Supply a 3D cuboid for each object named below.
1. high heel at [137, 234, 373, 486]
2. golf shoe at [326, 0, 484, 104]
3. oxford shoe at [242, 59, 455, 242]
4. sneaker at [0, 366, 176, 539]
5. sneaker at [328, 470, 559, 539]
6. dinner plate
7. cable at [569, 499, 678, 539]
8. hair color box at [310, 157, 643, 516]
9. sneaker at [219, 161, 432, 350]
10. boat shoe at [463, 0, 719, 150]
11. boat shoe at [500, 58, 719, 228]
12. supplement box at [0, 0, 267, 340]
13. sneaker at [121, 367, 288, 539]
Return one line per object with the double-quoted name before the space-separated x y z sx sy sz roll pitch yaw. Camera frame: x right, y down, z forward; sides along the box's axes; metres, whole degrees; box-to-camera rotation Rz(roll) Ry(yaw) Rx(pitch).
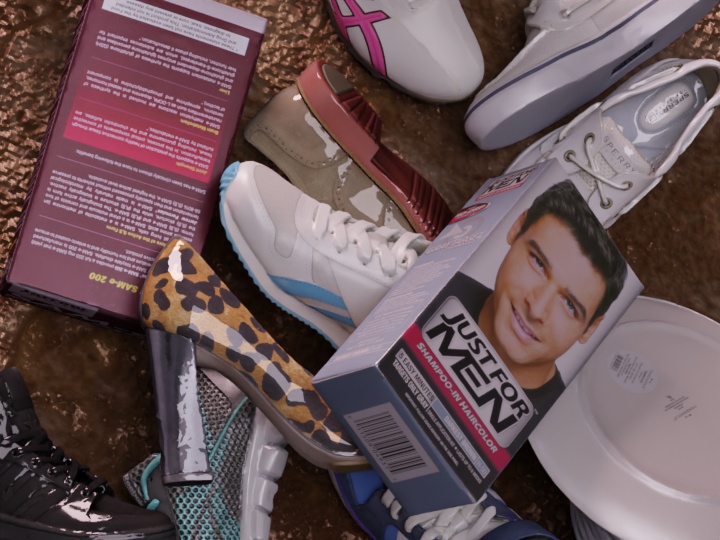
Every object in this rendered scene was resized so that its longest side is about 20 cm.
"high heel" -0.026 0.045 1.397 0.200 0.071 0.143 -3 79 -17
"golf shoe" 0.010 -0.187 1.490 0.073 0.092 0.200 -39 95 -17
"oxford shoe" 0.008 -0.031 1.492 0.075 0.070 0.200 -34 98 15
"sneaker" -0.199 0.104 1.388 0.199 0.060 0.104 5 91 11
"sneaker" 0.068 0.152 1.427 0.081 0.146 0.200 -39 94 -17
"dinner plate" 0.188 0.087 1.445 0.200 0.024 0.200 13 45 -13
"cable" 0.224 0.146 1.473 0.200 0.069 0.200 11 47 -15
"hair color box" 0.070 0.035 1.379 0.099 0.061 0.200 54 50 -15
"sneaker" 0.000 0.000 1.435 0.081 0.077 0.200 -38 111 27
"boat shoe" 0.135 -0.149 1.533 0.200 0.071 0.070 -34 77 -17
"boat shoe" 0.151 -0.070 1.519 0.200 0.069 0.071 -44 95 -18
"supplement box" -0.135 -0.067 1.450 0.109 0.061 0.200 18 77 -11
"sneaker" -0.098 0.144 1.428 0.091 0.078 0.200 13 70 -9
